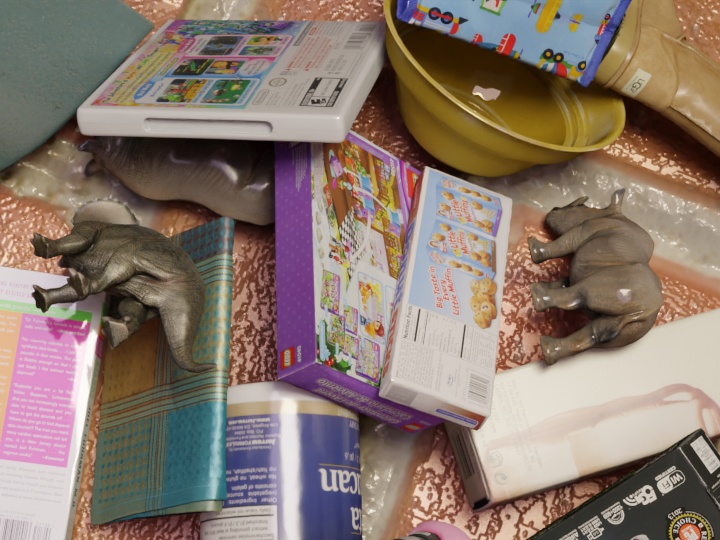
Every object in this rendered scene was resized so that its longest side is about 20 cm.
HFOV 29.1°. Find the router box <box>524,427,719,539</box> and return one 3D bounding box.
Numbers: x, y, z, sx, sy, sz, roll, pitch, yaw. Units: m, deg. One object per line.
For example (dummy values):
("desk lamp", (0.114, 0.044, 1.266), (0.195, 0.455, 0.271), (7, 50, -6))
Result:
("router box", (0.185, 0.221, 0.918), (0.200, 0.062, 0.150), (-40, 78, 26))

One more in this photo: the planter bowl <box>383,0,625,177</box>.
("planter bowl", (0.089, -0.130, 1.030), (0.200, 0.084, 0.201), (20, 39, -17))

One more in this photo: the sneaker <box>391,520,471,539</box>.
("sneaker", (0.034, 0.268, 0.909), (0.079, 0.095, 0.201), (-15, 77, 38))

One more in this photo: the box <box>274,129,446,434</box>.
("box", (0.000, 0.000, 0.967), (0.137, 0.039, 0.200), (27, 50, -41))

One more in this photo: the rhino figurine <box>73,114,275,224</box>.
("rhino figurine", (-0.132, -0.090, 1.030), (0.199, 0.060, 0.088), (14, 71, 2))

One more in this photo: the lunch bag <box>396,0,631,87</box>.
("lunch bag", (0.107, -0.241, 1.035), (0.150, 0.094, 0.200), (17, 31, -13))

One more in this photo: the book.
("book", (-0.258, 0.099, 0.985), (0.133, 0.048, 0.201), (8, 76, -1))

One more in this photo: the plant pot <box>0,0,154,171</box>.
("plant pot", (-0.308, -0.170, 0.967), (0.196, 0.196, 0.200), (38, 94, 25))

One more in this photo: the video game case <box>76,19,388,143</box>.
("video game case", (-0.080, -0.139, 0.985), (0.182, 0.200, 0.024), (2, 118, 11))

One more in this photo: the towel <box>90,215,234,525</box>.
("towel", (-0.135, 0.073, 0.963), (0.022, 0.146, 0.201), (16, 68, -40))

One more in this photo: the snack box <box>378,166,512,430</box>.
("snack box", (0.062, 0.014, 0.957), (0.072, 0.024, 0.200), (20, 48, -9))

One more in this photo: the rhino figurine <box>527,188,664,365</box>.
("rhino figurine", (0.167, -0.006, 0.991), (0.087, 0.200, 0.060), (-12, 116, 12))

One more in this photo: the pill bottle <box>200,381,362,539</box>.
("pill bottle", (-0.053, 0.182, 0.942), (0.111, 0.111, 0.201), (-1, 75, -4))

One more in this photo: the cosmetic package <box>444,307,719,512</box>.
("cosmetic package", (0.166, 0.101, 0.983), (0.199, 0.103, 0.087), (-16, 77, -6))

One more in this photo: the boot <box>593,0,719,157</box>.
("boot", (0.273, -0.146, 1.074), (0.200, 0.066, 0.175), (30, 48, -9))

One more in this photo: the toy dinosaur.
("toy dinosaur", (-0.154, 0.000, 0.926), (0.200, 0.077, 0.102), (22, 37, 37))
